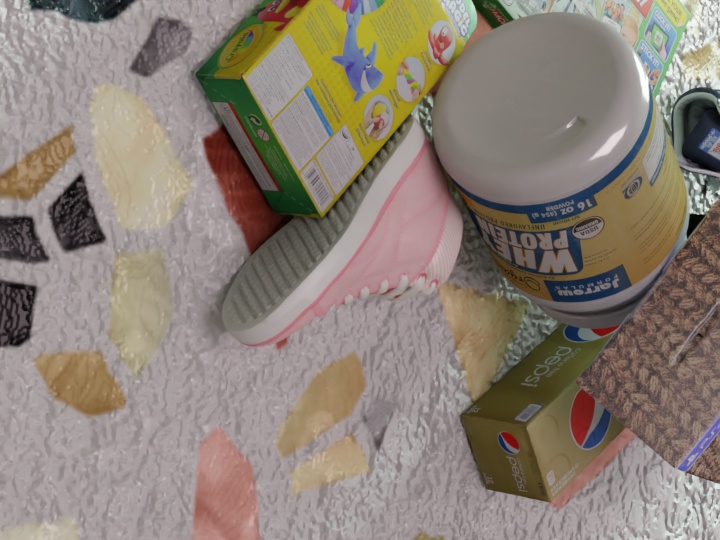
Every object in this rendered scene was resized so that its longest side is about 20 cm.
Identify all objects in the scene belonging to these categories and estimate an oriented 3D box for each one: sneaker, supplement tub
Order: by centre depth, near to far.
[{"bbox_3d":[0.000,0.000,1.159,0.200,0.075,0.105,-52,124,-33],"label":"sneaker"},{"bbox_3d":[0.142,-0.062,1.231,0.145,0.144,0.200,-62,147,-21],"label":"supplement tub"},{"bbox_3d":[0.322,-0.074,1.421,0.108,0.200,0.070,4,127,-41],"label":"sneaker"}]

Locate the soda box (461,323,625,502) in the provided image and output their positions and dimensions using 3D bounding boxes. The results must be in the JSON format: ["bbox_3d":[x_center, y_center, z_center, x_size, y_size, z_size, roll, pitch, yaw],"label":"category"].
[{"bbox_3d":[0.165,0.085,1.347,0.200,0.064,0.068,-38,119,-36],"label":"soda box"}]

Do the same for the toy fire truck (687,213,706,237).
[{"bbox_3d":[0.360,0.041,1.443,0.176,0.200,0.129,22,78,-45],"label":"toy fire truck"}]

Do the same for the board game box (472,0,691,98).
[{"bbox_3d":[0.166,-0.195,1.344,0.200,0.029,0.135,42,66,-40],"label":"board game box"}]

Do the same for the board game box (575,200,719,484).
[{"bbox_3d":[0.270,0.062,1.285,0.160,0.097,0.200,-53,149,9],"label":"board game box"}]

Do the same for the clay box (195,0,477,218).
[{"bbox_3d":[-0.008,-0.142,1.157,0.200,0.048,0.115,-51,129,-31],"label":"clay box"}]
